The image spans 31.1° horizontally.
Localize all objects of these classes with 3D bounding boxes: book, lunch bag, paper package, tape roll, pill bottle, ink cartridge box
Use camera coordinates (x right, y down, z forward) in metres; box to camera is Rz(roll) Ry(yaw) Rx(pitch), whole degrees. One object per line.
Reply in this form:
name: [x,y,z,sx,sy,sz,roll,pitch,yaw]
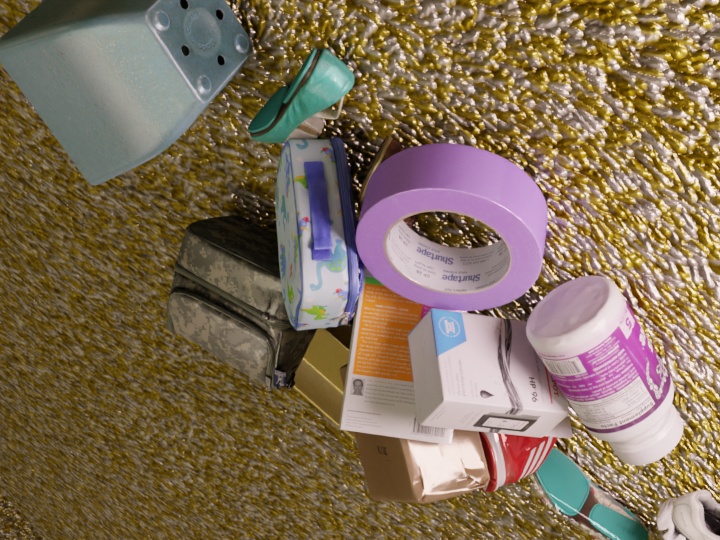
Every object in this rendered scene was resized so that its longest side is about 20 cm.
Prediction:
book: [0.053,0.093,1.501,0.132,0.202,0.048,9,174,-4]
lunch bag: [-0.049,-0.041,1.468,0.082,0.202,0.161,-4,159,-9]
paper package: [0.064,0.188,1.616,0.200,0.103,0.192,149,108,-73]
lunch bag: [-0.147,0.044,1.677,0.199,0.139,0.169,26,111,19]
tape roll: [0.097,-0.043,1.375,0.198,0.066,0.201,8,142,6]
pill bottle: [0.272,0.113,1.407,0.112,0.112,0.201,-5,128,49]
ink cartridge box: [0.160,0.118,1.452,0.198,0.117,0.068,8,146,-23]

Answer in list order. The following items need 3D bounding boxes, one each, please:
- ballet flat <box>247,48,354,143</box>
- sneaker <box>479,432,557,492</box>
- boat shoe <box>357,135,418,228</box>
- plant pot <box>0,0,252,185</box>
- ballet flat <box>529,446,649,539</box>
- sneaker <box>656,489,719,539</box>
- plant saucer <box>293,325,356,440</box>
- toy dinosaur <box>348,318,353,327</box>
ballet flat: [-0.063,-0.179,1.443,0.070,0.068,0.200,31,153,-14]
sneaker: [0.183,0.165,1.614,0.078,0.115,0.202,10,106,54]
boat shoe: [0.036,-0.078,1.463,0.067,0.072,0.201,22,149,8]
plant pot: [-0.239,-0.241,1.438,0.199,0.197,0.197,-8,125,40]
ballet flat: [0.284,0.305,1.674,0.200,0.076,0.064,42,156,1]
sneaker: [0.451,0.339,1.545,0.200,0.075,0.081,38,140,2]
plant saucer: [-0.033,0.135,1.815,0.200,0.049,0.200,41,148,-2]
toy dinosaur: [0.000,0.000,1.597,0.102,0.077,0.201,-38,88,16]
